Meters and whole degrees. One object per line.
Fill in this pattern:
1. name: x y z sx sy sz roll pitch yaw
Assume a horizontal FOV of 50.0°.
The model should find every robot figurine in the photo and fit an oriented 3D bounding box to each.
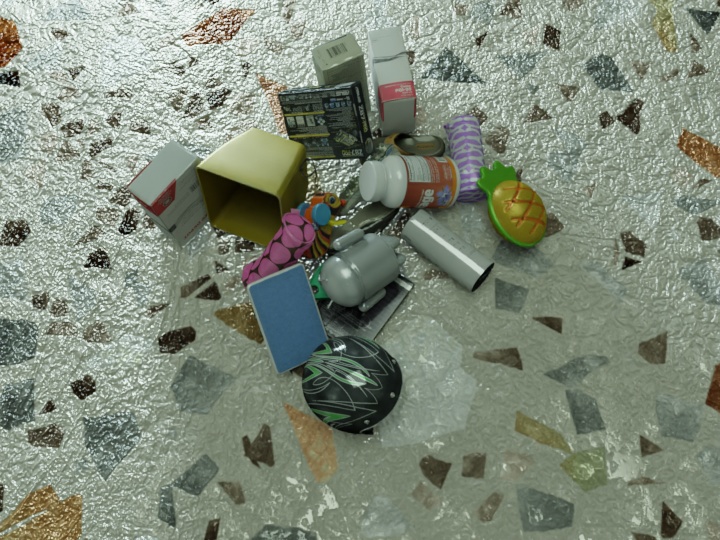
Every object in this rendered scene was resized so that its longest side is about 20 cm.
1. robot figurine: 0.000 0.000 1.590 0.200 0.113 0.170 -32 111 -26

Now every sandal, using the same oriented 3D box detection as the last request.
1. sandal: 0.095 -0.279 1.755 0.199 0.055 0.082 -4 68 3

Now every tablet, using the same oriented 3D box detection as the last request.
1. tablet: -0.144 0.098 1.566 0.130 0.014 0.201 -24 106 -22

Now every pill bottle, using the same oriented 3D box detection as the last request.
1. pill bottle: 0.104 -0.189 1.652 0.199 0.112 0.113 -2 66 -24

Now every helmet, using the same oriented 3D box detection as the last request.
1. helmet: -0.015 0.219 1.490 0.199 0.191 0.201 -2 68 4

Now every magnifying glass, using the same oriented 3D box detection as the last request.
1. magnifying glass: -0.103 0.045 1.610 0.200 0.022 0.080 -30 82 -25

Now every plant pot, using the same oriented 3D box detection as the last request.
1. plant pot: -0.212 -0.189 1.676 0.199 0.200 0.177 21 58 14

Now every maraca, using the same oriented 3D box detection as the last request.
1. maraca: 0.323 -0.142 1.647 0.137 0.107 0.201 -24 81 -35

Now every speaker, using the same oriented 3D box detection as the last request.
1. speaker: 0.185 -0.043 1.641 0.200 0.081 0.081 38 76 17

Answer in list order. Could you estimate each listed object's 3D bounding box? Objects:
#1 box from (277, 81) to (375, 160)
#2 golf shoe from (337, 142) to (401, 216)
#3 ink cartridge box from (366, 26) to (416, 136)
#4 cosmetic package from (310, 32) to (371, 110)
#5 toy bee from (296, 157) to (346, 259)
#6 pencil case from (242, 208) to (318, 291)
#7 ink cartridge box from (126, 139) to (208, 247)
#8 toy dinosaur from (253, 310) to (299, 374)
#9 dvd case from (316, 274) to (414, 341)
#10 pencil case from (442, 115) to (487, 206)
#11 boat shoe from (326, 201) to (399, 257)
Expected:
1. box: -0.076 -0.325 1.699 0.199 0.162 0.049 2 26 33
2. golf shoe: 0.027 -0.184 1.714 0.097 0.078 0.200 40 96 -20
3. ink cartridge box: 0.072 -0.433 1.769 0.082 0.147 0.201 -9 68 0
4. cosmetic package: -0.042 -0.431 1.748 0.105 0.200 0.071 -24 65 -7
5. toy bee: -0.074 -0.122 1.636 0.131 0.108 0.201 35 112 40
6. pencil case: -0.172 -0.033 1.596 0.090 0.200 0.094 8 47 -41
7. ink cartridge box: -0.396 -0.162 1.669 0.083 0.200 0.147 34 74 19
8. toy dinosaur: -0.159 0.111 1.608 0.102 0.077 0.201 -20 65 4
9. dvd case: -0.001 0.067 1.645 0.148 0.016 0.200 33 74 17
10. pencil case: 0.233 -0.248 1.717 0.085 0.084 0.201 -9 68 13
11. boat shoe: 0.007 -0.090 1.694 0.200 0.057 0.067 -33 42 -13
